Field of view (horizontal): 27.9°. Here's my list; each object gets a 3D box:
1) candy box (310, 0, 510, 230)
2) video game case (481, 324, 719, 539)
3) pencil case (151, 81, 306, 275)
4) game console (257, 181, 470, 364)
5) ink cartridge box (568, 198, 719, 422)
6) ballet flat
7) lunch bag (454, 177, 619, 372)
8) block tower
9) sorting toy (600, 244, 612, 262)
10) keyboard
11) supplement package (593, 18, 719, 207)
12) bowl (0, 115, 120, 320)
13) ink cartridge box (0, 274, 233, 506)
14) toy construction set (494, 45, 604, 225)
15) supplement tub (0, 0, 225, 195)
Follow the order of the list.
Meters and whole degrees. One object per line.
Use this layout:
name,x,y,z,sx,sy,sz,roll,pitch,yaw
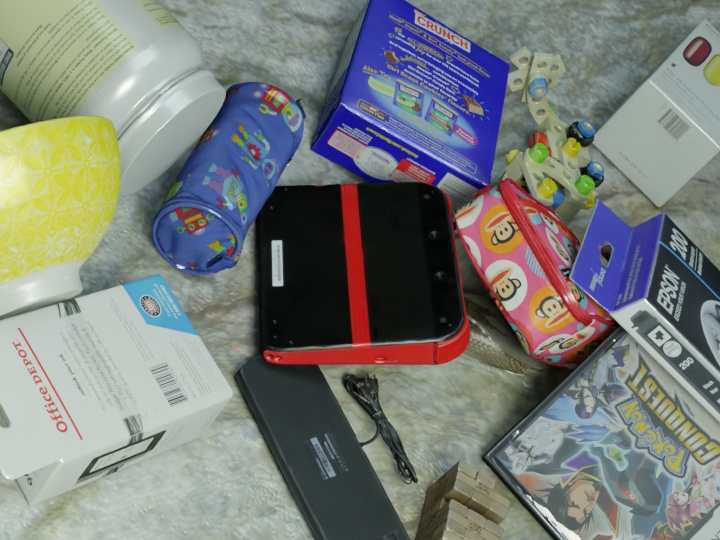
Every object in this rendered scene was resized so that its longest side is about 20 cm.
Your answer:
candy box,0.054,-0.164,1.434,0.168,0.077,0.201,28,45,-13
video game case,0.236,0.174,1.248,0.181,0.026,0.200,-42,84,-8
pencil case,-0.109,-0.081,1.244,0.087,0.078,0.201,44,40,-19
game console,0.000,0.000,1.241,0.175,0.031,0.201,-3,46,-2
ink cartridge box,0.281,0.026,1.294,0.200,0.043,0.198,43,28,-5
ballet flat,0.086,0.050,1.312,0.199,0.046,0.068,24,35,-26
lunch bag,0.160,-0.003,1.326,0.177,0.082,0.200,61,15,21
block tower,0.067,0.246,1.122,0.054,0.058,0.201,30,45,-11
sorting toy,0.307,0.082,1.390,0.185,0.036,0.202,36,31,-52
keyboard,-0.014,0.148,1.170,0.126,0.021,0.201,-14,66,-36
supplement package,0.368,-0.184,1.656,0.114,0.110,0.200,43,42,2
bowl,-0.251,-0.023,1.025,0.199,0.199,0.109,-19,88,-44
ink cartridge box,-0.205,0.088,1.041,0.199,0.068,0.117,-18,67,-44
toy construction set,0.190,-0.128,1.502,0.130,0.092,0.202,19,57,-24
supplement tub,-0.222,-0.175,1.188,0.200,0.145,0.145,46,42,4
